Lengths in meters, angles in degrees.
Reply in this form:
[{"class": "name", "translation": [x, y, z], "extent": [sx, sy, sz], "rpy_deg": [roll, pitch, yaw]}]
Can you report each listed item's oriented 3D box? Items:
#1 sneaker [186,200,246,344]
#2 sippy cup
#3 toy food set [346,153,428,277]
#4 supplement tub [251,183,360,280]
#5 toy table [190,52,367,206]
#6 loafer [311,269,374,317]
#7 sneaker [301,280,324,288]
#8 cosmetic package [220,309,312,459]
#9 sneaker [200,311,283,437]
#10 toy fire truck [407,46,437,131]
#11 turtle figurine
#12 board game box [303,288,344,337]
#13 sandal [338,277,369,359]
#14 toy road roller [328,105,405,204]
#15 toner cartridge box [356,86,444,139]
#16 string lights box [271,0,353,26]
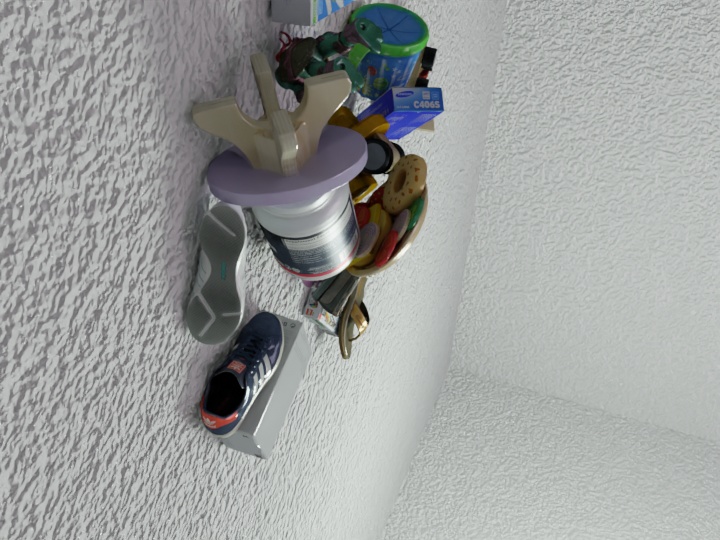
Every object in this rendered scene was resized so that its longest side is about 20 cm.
[{"class": "sneaker", "translation": [-0.174, 0.002, 0.954], "extent": [0.080, 0.070, 0.201], "rpy_deg": [-92, -165, -66]}, {"class": "sippy cup", "translation": [0.040, -0.372, 1.303], "extent": [0.131, 0.177, 0.140], "rpy_deg": [104, -26, -48]}, {"class": "toy food set", "translation": [0.034, -0.078, 1.180], "extent": [0.049, 0.200, 0.199], "rpy_deg": [32, 51, -28]}, {"class": "supplement tub", "translation": [-0.079, -0.087, 1.079], "extent": [0.200, 0.140, 0.141], "rpy_deg": [75, 32, -61]}, {"class": "toy table", "translation": [-0.094, -0.165, 0.890], "extent": [0.199, 0.184, 0.118], "rpy_deg": [-23, 138, -15]}, {"class": "loafer", "translation": [0.000, 0.000, 1.301], "extent": [0.200, 0.063, 0.072], "rpy_deg": [-45, 174, 24]}, {"class": "sneaker", "translation": [-0.049, -0.042, 1.373], "extent": [0.200, 0.089, 0.081], "rpy_deg": [-34, 170, -38]}, {"class": "cosmetic package", "translation": [-0.152, 0.180, 1.177], "extent": [0.113, 0.081, 0.201], "rpy_deg": [81, 28, -55]}, {"class": "sneaker", "translation": [-0.169, 0.140, 1.080], "extent": [0.085, 0.075, 0.201], "rpy_deg": [84, 24, -63]}, {"class": "toy fire truck", "translation": [0.110, -0.374, 1.588], "extent": [0.200, 0.128, 0.177], "rpy_deg": [49, 55, -86]}, {"class": "turtle figurine", "translation": [-0.057, -0.263, 0.988], "extent": [0.100, 0.200, 0.151], "rpy_deg": [14, 82, -32]}, {"class": "board game box", "translation": [-0.057, 0.054, 1.494], "extent": [0.200, 0.034, 0.127], "rpy_deg": [53, 52, -71]}, {"class": "sandal", "translation": [-0.004, 0.089, 1.546], "extent": [0.080, 0.054, 0.201], "rpy_deg": [16, 87, -76]}, {"class": "toy road roller", "translation": [-0.031, -0.188, 1.266], "extent": [0.200, 0.146, 0.123], "rpy_deg": [-41, 175, 17]}, {"class": "toner cartridge box", "translation": [0.063, -0.276, 1.331], "extent": [0.200, 0.094, 0.043], "rpy_deg": [167, -84, -70]}, {"class": "string lights box", "translation": [-0.056, -0.411, 1.024], "extent": [0.200, 0.059, 0.103], "rpy_deg": [-56, 154, -54]}]
